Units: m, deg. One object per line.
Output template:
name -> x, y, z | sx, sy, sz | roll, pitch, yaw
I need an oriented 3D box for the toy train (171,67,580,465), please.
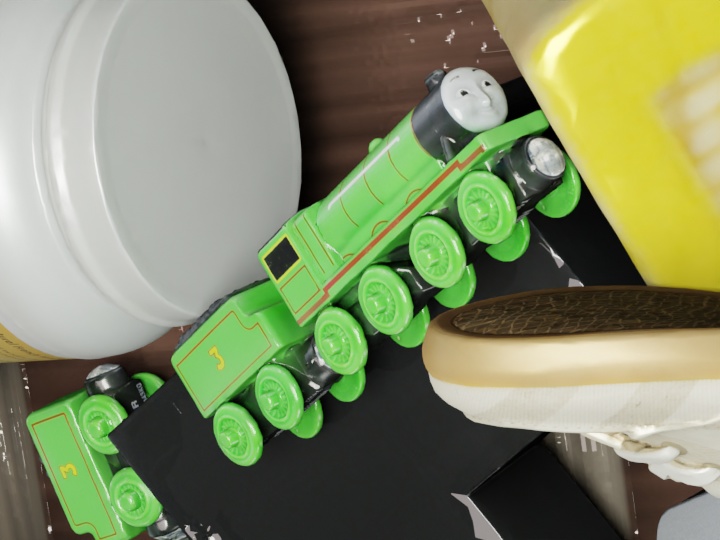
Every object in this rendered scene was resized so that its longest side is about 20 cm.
toy train -> 0.000, 0.000, 0.927 | 0.056, 0.042, 0.200 | 58, 139, 11

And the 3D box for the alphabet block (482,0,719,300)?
alphabet block -> 0.160, -0.055, 0.835 | 0.196, 0.200, 0.195 | -32, 105, 6

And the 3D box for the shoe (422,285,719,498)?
shoe -> 0.114, 0.036, 0.718 | 0.200, 0.070, 0.053 | 3, 97, -7

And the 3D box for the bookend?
bookend -> 0.053, 0.066, 1.026 | 0.200, 0.092, 0.199 | -43, 83, 25

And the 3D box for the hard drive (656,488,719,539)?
hard drive -> 0.197, 0.055, 0.931 | 0.200, 0.135, 0.042 | -23, 87, 27

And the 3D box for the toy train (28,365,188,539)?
toy train -> -0.070, 0.133, 1.123 | 0.056, 0.042, 0.200 | -21, 93, 36

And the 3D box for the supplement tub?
supplement tub -> -0.136, -0.037, 1.055 | 0.200, 0.144, 0.144 | -4, 100, 33
